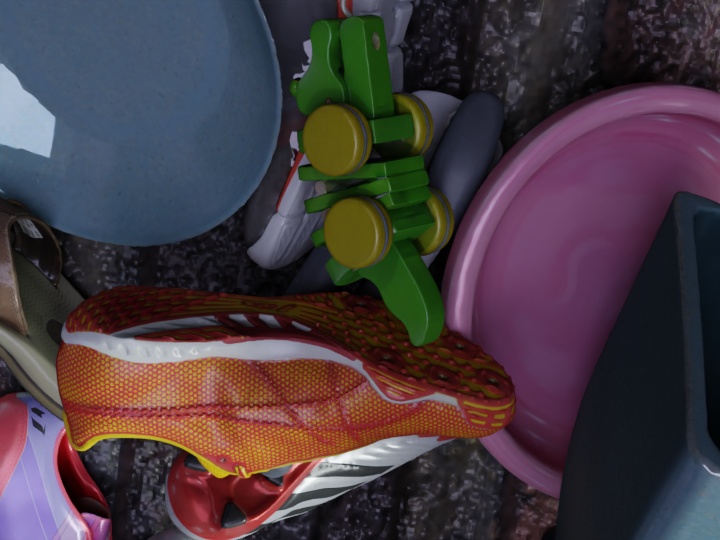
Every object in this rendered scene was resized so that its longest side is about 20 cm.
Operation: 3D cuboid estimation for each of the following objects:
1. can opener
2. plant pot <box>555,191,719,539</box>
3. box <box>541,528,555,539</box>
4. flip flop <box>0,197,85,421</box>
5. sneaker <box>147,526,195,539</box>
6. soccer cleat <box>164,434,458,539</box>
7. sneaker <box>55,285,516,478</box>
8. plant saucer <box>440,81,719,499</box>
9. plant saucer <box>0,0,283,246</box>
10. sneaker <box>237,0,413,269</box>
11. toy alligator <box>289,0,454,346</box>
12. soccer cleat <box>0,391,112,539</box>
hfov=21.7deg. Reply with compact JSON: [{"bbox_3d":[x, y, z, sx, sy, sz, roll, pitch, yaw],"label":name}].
[{"bbox_3d":[0.000,0.000,0.860,0.053,0.067,0.201,34,78,-1],"label":"can opener"},{"bbox_3d":[0.173,0.126,0.790,0.195,0.196,0.201,24,122,-7],"label":"plant pot"},{"bbox_3d":[0.147,0.272,0.959,0.195,0.118,0.201,22,106,-6],"label":"box"},{"bbox_3d":[-0.167,0.001,0.890,0.200,0.081,0.057,44,125,-17],"label":"flip flop"},{"bbox_3d":[-0.095,0.224,0.977,0.077,0.078,0.202,4,112,-14],"label":"sneaker"},{"bbox_3d":[-0.007,0.075,0.927,0.199,0.085,0.069,-28,85,-14],"label":"soccer cleat"},{"bbox_3d":[-0.032,0.053,0.817,0.198,0.073,0.078,6,116,2],"label":"sneaker"},{"bbox_3d":[0.126,0.009,0.882,0.199,0.051,0.202,-6,108,-18],"label":"plant saucer"},{"bbox_3d":[-0.121,-0.106,0.858,0.199,0.039,0.202,13,128,17],"label":"plant saucer"},{"bbox_3d":[-0.026,-0.101,0.876,0.081,0.077,0.201,26,108,21],"label":"sneaker"},{"bbox_3d":[-0.007,-0.064,0.810,0.054,0.059,0.202,-12,91,37],"label":"toy alligator"},{"bbox_3d":[-0.154,0.158,0.956,0.076,0.067,0.202,-9,104,6],"label":"soccer cleat"}]
